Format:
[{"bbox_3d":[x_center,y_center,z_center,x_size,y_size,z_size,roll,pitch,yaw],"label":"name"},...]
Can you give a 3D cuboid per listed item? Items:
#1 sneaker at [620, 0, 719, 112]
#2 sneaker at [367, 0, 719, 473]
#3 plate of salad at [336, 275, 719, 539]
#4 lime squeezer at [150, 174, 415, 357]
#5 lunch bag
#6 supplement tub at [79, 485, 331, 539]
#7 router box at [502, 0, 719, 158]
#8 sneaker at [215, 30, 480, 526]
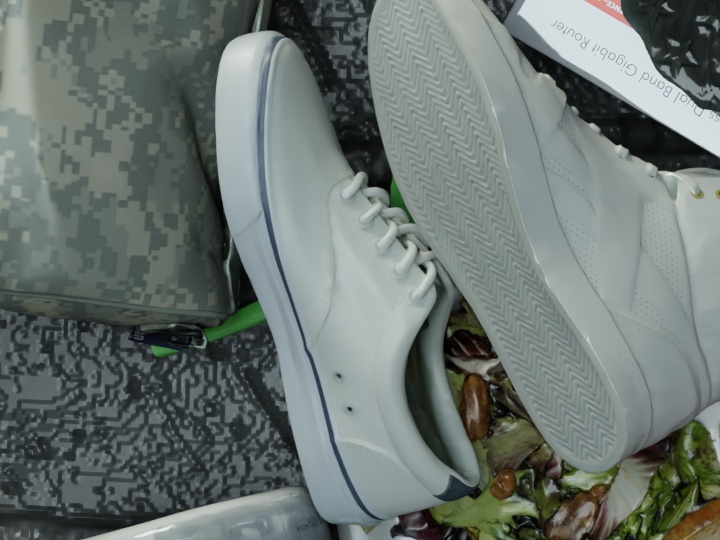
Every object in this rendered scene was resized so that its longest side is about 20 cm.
[{"bbox_3d":[0.136,-0.167,1.104,0.104,0.060,0.200,23,99,15],"label":"sneaker"},{"bbox_3d":[0.087,-0.032,1.124,0.074,0.115,0.200,-31,83,54],"label":"sneaker"},{"bbox_3d":[0.084,0.086,1.167,0.200,0.048,0.200,0,90,13],"label":"plate of salad"},{"bbox_3d":[-0.006,-0.025,1.193,0.071,0.038,0.200,38,99,8],"label":"lime squeezer"},{"bbox_3d":[-0.120,-0.075,1.169,0.167,0.139,0.200,8,91,3],"label":"lunch bag"},{"bbox_3d":[-0.052,0.194,1.157,0.122,0.123,0.200,-15,85,12],"label":"supplement tub"},{"bbox_3d":[0.185,-0.121,1.146,0.200,0.049,0.180,32,96,11],"label":"router box"},{"bbox_3d":[0.000,0.000,1.138,0.071,0.073,0.200,-11,104,23],"label":"sneaker"}]
